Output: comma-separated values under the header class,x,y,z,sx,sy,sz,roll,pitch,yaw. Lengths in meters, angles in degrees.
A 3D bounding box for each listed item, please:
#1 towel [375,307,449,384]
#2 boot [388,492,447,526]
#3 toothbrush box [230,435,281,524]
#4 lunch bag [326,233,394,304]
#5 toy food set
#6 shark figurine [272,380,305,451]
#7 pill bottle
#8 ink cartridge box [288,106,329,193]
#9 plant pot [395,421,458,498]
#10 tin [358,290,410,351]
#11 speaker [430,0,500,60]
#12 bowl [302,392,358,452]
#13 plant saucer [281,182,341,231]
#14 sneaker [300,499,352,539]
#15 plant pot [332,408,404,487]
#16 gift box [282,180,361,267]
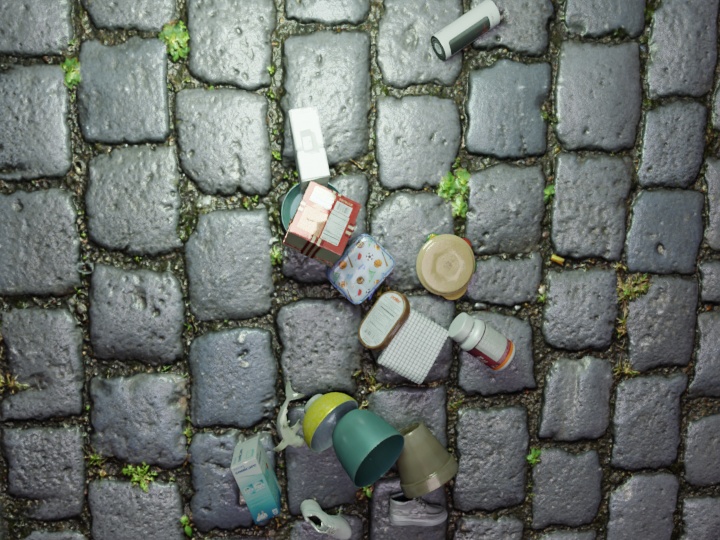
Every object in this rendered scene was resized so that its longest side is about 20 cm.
class,x,y,z,sx,sy,sz,roll,pitch,yaw
towel,0.162,0.234,1.621,0.165,0.086,0.201,28,89,-3
boot,0.192,0.787,1.705,0.198,0.074,0.097,-3,105,-6
toothbrush box,-0.320,0.643,1.585,0.085,0.146,0.202,-23,99,-4
lunch bag,0.000,0.000,1.574,0.160,0.076,0.200,44,90,-13
toy food set,0.271,-0.018,1.617,0.198,0.049,0.200,23,94,-9
shark figurine,-0.244,0.470,1.609,0.127,0.089,0.217,-17,111,-39
pill bottle,0.384,0.225,1.634,0.199,0.110,0.110,34,93,-10
ink cartridge box,-0.146,-0.335,1.451,0.083,0.145,0.202,-10,86,-8
plant pot,0.188,0.589,1.635,0.199,0.200,0.175,-27,83,-3
tin,0.072,0.155,1.588,0.112,0.042,0.201,36,92,30
speaker,0.309,-0.709,1.511,0.199,0.081,0.082,-34,101,-2
bowl,-0.114,0.449,1.592,0.107,0.200,0.201,36,93,31
plant saucer,-0.139,-0.173,1.550,0.198,0.036,0.202,-1,97,-7
sneaker,-0.112,0.830,1.671,0.200,0.080,0.071,35,91,-12
plant pot,0.009,0.521,1.558,0.200,0.161,0.202,-27,137,-28
gift box,-0.101,-0.134,1.454,0.183,0.187,0.201,29,74,-8
